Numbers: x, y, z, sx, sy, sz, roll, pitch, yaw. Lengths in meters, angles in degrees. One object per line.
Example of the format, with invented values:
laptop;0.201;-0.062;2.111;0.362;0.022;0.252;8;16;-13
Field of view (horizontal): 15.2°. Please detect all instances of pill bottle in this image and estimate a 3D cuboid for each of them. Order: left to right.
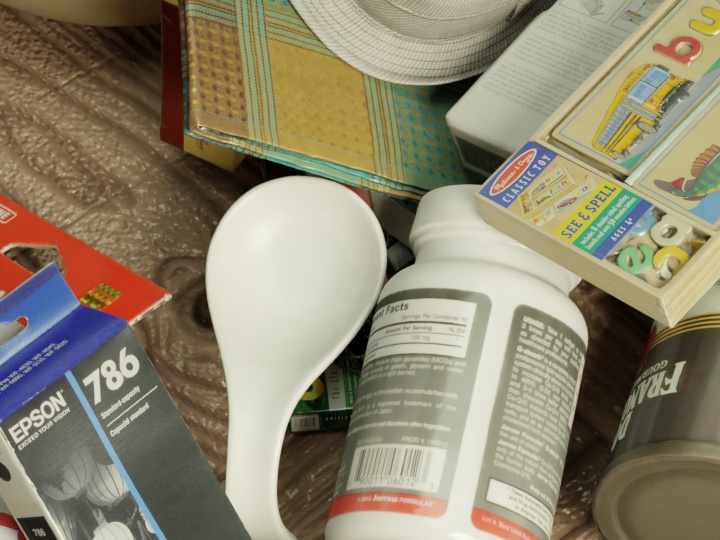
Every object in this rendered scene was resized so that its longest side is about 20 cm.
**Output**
pill bottle;0.056;0.065;1.416;0.115;0.116;0.201;11;69;8

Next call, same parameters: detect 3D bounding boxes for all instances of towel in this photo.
towel;-0.013;-0.110;1.487;0.199;0.022;0.147;15;54;-30

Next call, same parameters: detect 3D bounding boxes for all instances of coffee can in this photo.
coffee can;0.218;0.060;1.421;0.146;0.147;0.201;15;56;11

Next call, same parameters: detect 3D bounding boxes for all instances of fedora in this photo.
fedora;0.054;-0.204;1.474;0.200;0.090;0.177;-32;90;-25

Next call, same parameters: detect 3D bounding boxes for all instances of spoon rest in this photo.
spoon rest;-0.041;0.046;1.442;0.099;0.061;0.201;5;79;11

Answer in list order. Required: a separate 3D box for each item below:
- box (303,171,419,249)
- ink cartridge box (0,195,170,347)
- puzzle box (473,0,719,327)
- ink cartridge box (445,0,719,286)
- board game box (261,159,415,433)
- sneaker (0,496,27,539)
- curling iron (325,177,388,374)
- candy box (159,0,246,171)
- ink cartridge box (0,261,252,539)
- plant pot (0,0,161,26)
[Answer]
box;0.068;-0.094;1.577;0.144;0.036;0.200;35;58;15
ink cartridge box;-0.229;0.016;1.470;0.173;0.044;0.200;-38;41;-22
puzzle box;0.170;-0.072;1.378;0.133;0.025;0.200;30;67;38
ink cartridge box;0.173;-0.094;1.441;0.200;0.044;0.174;27;64;36
board game box;0.000;0.000;1.541;0.104;0.024;0.201;-3;54;-4
sneaker;-0.170;0.140;1.416;0.112;0.071;0.200;-21;55;-10
curling iron;-0.015;-0.039;1.501;0.049;0.026;0.201;-9;76;-1
candy box;-0.046;-0.167;1.588;0.056;0.117;0.200;25;51;17
ink cartridge box;-0.133;0.102;1.378;0.099;0.039;0.200;-40;107;-34
plant pot;-0.131;-0.224;1.610;0.134;0.200;0.201;29;59;1
